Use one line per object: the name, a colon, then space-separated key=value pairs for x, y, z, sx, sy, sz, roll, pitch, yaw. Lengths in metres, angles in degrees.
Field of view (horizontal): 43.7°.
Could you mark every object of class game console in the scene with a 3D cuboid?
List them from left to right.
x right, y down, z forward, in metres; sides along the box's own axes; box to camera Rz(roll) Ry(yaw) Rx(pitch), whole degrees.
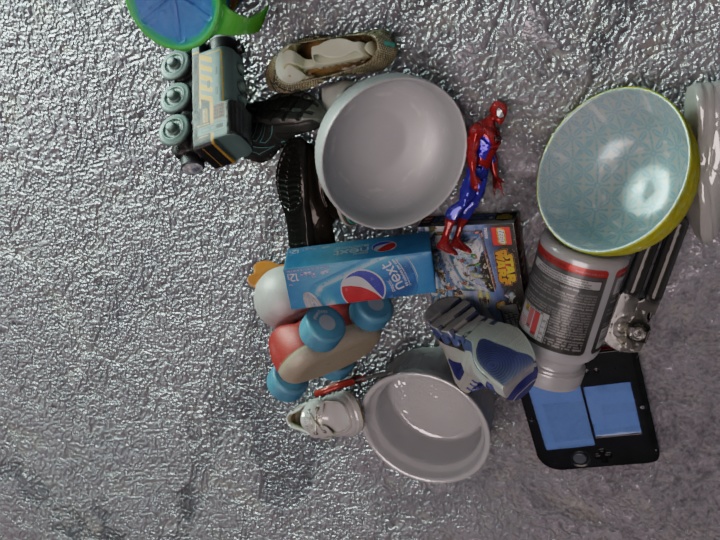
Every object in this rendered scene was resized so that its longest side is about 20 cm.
game console: x=0.327 y=0.202 z=1.304 sx=0.176 sy=0.031 sz=0.201 roll=-8 pitch=115 yaw=26

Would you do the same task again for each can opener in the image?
can opener: x=0.369 y=0.013 z=1.172 sx=0.053 sy=0.067 sz=0.201 roll=17 pitch=110 yaw=7

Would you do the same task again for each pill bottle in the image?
pill bottle: x=0.269 y=0.051 z=1.177 sx=0.115 sy=0.116 sz=0.201 roll=17 pitch=116 yaw=12

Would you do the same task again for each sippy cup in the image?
sippy cup: x=-0.209 y=-0.362 z=1.137 sx=0.139 sy=0.130 sz=0.178 roll=-21 pitch=109 yaw=29

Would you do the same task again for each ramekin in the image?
ramekin: x=0.108 y=0.212 z=1.357 sx=0.199 sy=0.098 sz=0.201 roll=10 pitch=120 yaw=17

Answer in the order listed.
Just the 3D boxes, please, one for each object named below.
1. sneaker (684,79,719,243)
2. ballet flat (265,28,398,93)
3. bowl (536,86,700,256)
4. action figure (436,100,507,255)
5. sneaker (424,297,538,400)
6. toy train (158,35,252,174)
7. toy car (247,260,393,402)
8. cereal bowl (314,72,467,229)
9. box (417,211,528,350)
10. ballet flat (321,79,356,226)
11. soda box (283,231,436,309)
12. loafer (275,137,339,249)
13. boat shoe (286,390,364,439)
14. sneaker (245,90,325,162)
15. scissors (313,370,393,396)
sneaker: x=0.432 y=-0.125 z=1.058 sx=0.088 sy=0.075 sz=0.201 roll=-7 pitch=119 yaw=4
ballet flat: x=-0.052 y=-0.275 z=1.156 sx=0.199 sy=0.075 sz=0.068 roll=-6 pitch=92 yaw=25
bowl: x=0.322 y=-0.105 z=1.071 sx=0.107 sy=0.201 sz=0.200 roll=18 pitch=138 yaw=-43
action figure: x=0.151 y=-0.119 z=1.154 sx=0.052 sy=0.065 sz=0.201 roll=24 pitch=109 yaw=36
sneaker: x=0.171 y=0.123 z=1.215 sx=0.199 sy=0.080 sz=0.115 roll=40 pitch=158 yaw=52
toy train: x=-0.201 y=-0.223 z=1.193 sx=0.113 sy=0.201 sz=0.085 roll=-13 pitch=153 yaw=17
toy car: x=-0.083 y=0.055 z=1.336 sx=0.200 sy=0.176 sz=0.185 roll=56 pitch=142 yaw=19
cereal bowl: x=0.032 y=-0.158 z=1.155 sx=0.199 sy=0.083 sz=0.201 roll=-8 pitch=115 yaw=-17
box: x=0.165 y=0.018 z=1.258 sx=0.136 sy=0.040 sz=0.201 roll=-1 pitch=118 yaw=23
ballet flat: x=-0.023 y=-0.162 z=1.225 sx=0.069 sy=0.069 sz=0.201 roll=7 pitch=116 yaw=18
soda box: x=0.000 y=0.000 z=1.216 sx=0.199 sy=0.068 sz=0.064 roll=-7 pitch=115 yaw=5
loafer: x=-0.069 y=-0.091 z=1.279 sx=0.073 sy=0.071 sz=0.201 roll=16 pitch=115 yaw=52
boat shoe: x=-0.059 y=0.232 z=1.397 sx=0.200 sy=0.069 sz=0.071 roll=-26 pitch=78 yaw=62
sneaker: x=-0.124 y=-0.196 z=1.238 sx=0.199 sy=0.075 sz=0.079 roll=3 pitch=132 yaw=36
scissors: x=0.004 y=0.162 z=1.365 sx=0.200 sy=0.073 sz=0.014 roll=-25 pitch=82 yaw=46
